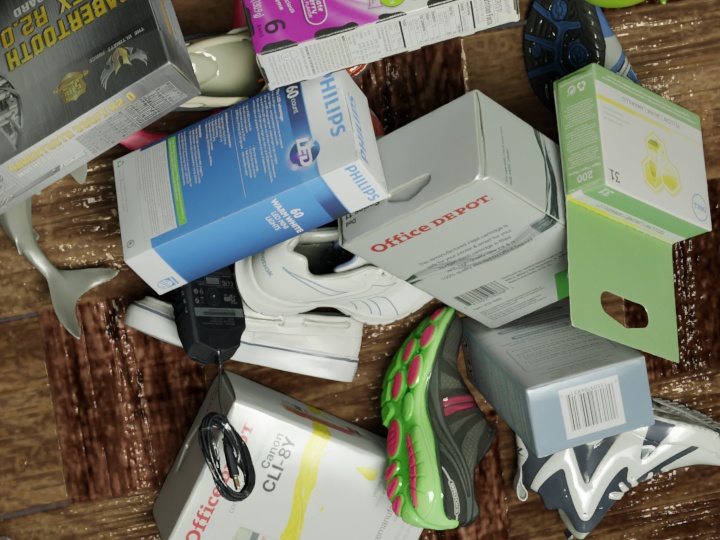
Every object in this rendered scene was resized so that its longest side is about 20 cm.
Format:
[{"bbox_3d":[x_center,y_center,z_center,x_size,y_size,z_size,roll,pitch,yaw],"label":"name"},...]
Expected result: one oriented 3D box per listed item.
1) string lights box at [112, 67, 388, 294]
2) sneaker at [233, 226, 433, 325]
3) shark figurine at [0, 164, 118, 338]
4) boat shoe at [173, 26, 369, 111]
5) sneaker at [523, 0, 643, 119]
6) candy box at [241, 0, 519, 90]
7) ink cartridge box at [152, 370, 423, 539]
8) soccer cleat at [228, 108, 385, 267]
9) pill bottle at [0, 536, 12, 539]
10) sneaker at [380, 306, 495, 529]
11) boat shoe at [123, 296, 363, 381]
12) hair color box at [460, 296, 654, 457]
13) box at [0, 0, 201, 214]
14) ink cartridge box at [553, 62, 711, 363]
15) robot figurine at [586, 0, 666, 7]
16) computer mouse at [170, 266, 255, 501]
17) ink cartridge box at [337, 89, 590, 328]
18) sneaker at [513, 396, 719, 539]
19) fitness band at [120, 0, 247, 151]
[{"bbox_3d":[-0.086,-0.071,1.359,0.199,0.103,0.059,-22,143,14],"label":"string lights box"},{"bbox_3d":[0.000,0.000,1.431,0.199,0.087,0.075,-4,75,-35],"label":"sneaker"},{"bbox_3d":[-0.262,-0.060,1.376,0.127,0.090,0.216,5,112,8],"label":"shark figurine"},{"bbox_3d":[-0.082,-0.159,1.379,0.199,0.063,0.072,-7,103,-15],"label":"boat shoe"},{"bbox_3d":[0.195,-0.150,1.480,0.077,0.075,0.201,-23,101,-48],"label":"sneaker"},{"bbox_3d":[0.007,-0.230,1.330,0.199,0.061,0.137,-16,68,1],"label":"candy box"},{"bbox_3d":[-0.054,0.193,1.491,0.199,0.083,0.146,24,97,-17],"label":"ink cartridge box"},{"bbox_3d":[-0.069,-0.069,1.442,0.199,0.068,0.073,-31,74,5],"label":"soccer cleat"},{"bbox_3d":[-0.234,0.306,1.463,0.200,0.113,0.113,37,93,-18],"label":"pill bottle"},{"bbox_3d":[0.066,0.124,1.471,0.083,0.077,0.201,21,56,-27],"label":"sneaker"},{"bbox_3d":[-0.092,0.041,1.455,0.199,0.072,0.066,13,90,-13],"label":"boat shoe"},{"bbox_3d":[0.155,0.080,1.449,0.098,0.200,0.061,-15,107,-8],"label":"hair color box"},{"bbox_3d":[-0.228,-0.149,1.310,0.199,0.159,0.048,-29,146,13],"label":"box"},{"bbox_3d":[0.214,-0.043,1.376,0.145,0.048,0.201,19,60,-43],"label":"ink cartridge box"},{"bbox_3d":[0.176,-0.289,1.397,0.200,0.176,0.116,42,130,-3],"label":"robot figurine"},{"bbox_3d":[-0.116,0.081,1.385,0.058,0.034,0.201,7,69,-45],"label":"computer mouse"},{"bbox_3d":[0.097,-0.044,1.396,0.146,0.084,0.200,-24,145,32],"label":"ink cartridge box"},{"bbox_3d":[0.223,0.177,1.553,0.198,0.080,0.130,10,102,-15],"label":"sneaker"},{"bbox_3d":[-0.150,-0.187,1.405,0.143,0.037,0.201,1,104,-16],"label":"fitness band"}]
